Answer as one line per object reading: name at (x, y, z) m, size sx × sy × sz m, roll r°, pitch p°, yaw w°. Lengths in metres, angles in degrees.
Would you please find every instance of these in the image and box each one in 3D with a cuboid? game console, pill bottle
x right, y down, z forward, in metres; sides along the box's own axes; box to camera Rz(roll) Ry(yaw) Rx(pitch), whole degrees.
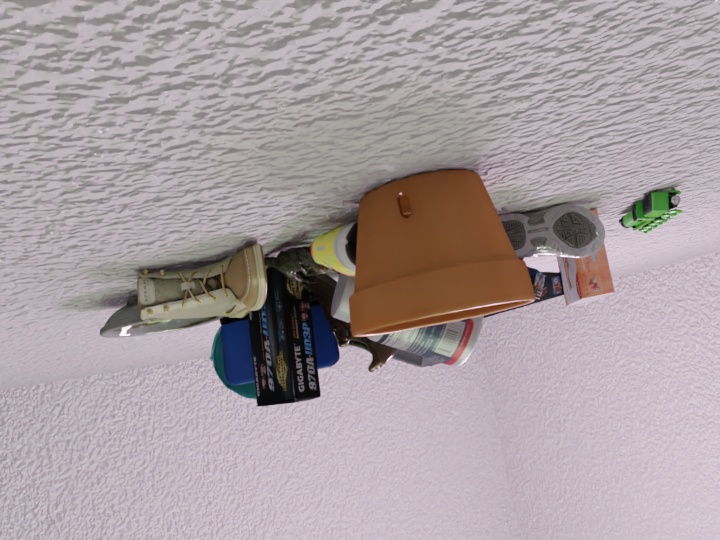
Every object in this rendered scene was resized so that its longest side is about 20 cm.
game console at (-0.140, 0.102, 1.226) m, size 0.194 × 0.122 × 0.171 m, roll -10°, pitch -170°, yaw -1°
pill bottle at (0.064, 0.050, 0.984) m, size 0.195 × 0.123 × 0.120 m, roll 19°, pitch 166°, yaw -10°

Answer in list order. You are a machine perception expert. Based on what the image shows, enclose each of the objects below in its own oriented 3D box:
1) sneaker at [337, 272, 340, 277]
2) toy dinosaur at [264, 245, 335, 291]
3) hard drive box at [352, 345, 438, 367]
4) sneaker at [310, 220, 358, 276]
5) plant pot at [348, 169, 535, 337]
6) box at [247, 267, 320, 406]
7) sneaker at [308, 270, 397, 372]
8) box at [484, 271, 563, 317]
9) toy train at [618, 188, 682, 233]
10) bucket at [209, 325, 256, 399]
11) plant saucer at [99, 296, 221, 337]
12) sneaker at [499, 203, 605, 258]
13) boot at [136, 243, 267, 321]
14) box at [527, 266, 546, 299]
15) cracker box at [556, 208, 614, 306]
sneaker at (0.000, 0.000, 1.122) m, size 0.081 × 0.073 × 0.200 m, roll 24°, pitch 166°, yaw -8°
toy dinosaur at (-0.085, -0.006, 0.944) m, size 0.086 × 0.049 × 0.198 m, roll 13°, pitch 166°, yaw -35°
hard drive box at (0.065, 0.106, 1.271) m, size 0.196 × 0.079 × 0.155 m, roll 14°, pitch -174°, yaw 32°
sneaker at (0.014, -0.028, 0.882) m, size 0.089 × 0.081 × 0.198 m, roll -6°, pitch 171°, yaw 36°
plant pot at (0.074, -0.017, 0.745) m, size 0.194 × 0.144 × 0.200 m, roll -11°, pitch 172°, yaw -2°
box at (-0.123, 0.101, 1.082) m, size 0.045 × 0.206 × 0.158 m, roll -2°, pitch 170°, yaw -30°
sneaker at (-0.027, 0.078, 1.129) m, size 0.076 × 0.198 × 0.071 m, roll -49°, pitch 160°, yaw -8°
box at (0.216, 0.040, 1.162) m, size 0.195 × 0.039 × 0.136 m, roll -13°, pitch -173°, yaw -24°
toy train at (0.468, -0.093, 1.140) m, size 0.055 × 0.043 × 0.200 m, roll -1°, pitch 173°, yaw 7°
bucket at (-0.230, 0.181, 1.534) m, size 0.202 × 0.213 × 0.135 m, roll -8°, pitch 174°, yaw -18°
plant saucer at (-0.317, 0.066, 1.122) m, size 0.194 × 0.052 × 0.200 m, roll -11°, pitch 171°, yaw -2°
sneaker at (0.265, -0.055, 1.049) m, size 0.194 × 0.080 × 0.099 m, roll 0°, pitch 178°, yaw -8°
boot at (-0.207, 0.021, 0.896) m, size 0.151 × 0.074 × 0.200 m, roll -1°, pitch 164°, yaw -24°
box at (0.167, -0.005, 1.028) m, size 0.195 × 0.039 × 0.136 m, roll 17°, pitch -179°, yaw 21°
cracker box at (0.376, -0.016, 1.199) m, size 0.056 × 0.138 × 0.200 m, roll -10°, pitch 172°, yaw 8°
